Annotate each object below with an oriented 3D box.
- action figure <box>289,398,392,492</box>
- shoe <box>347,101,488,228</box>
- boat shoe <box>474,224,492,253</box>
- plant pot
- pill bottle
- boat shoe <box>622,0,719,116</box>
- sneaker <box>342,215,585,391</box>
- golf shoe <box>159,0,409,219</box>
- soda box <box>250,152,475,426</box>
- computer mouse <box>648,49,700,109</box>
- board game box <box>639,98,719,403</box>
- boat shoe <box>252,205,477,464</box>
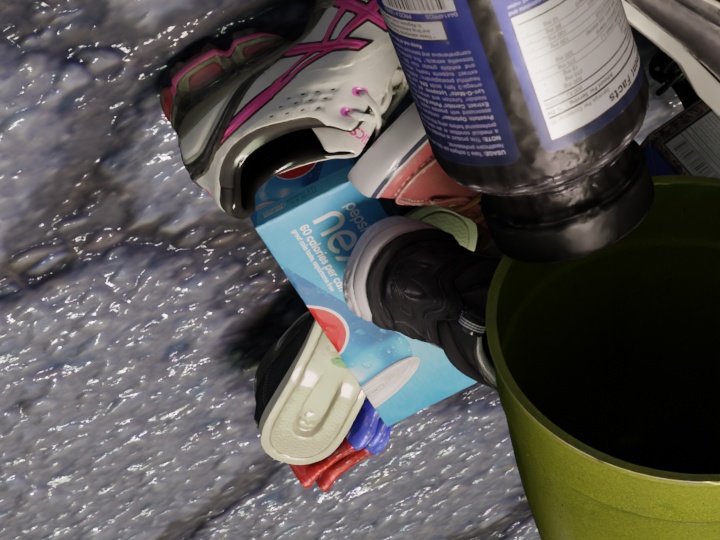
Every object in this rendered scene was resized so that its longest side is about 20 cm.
[{"bbox_3d":[0.038,0.069,1.767,0.200,0.052,0.065,-35,158,10],"label":"action figure"},{"bbox_3d":[0.070,-0.054,1.431,0.071,0.091,0.200,-46,172,26],"label":"shoe"},{"bbox_3d":[0.085,0.002,1.653,0.063,0.074,0.200,11,136,-46],"label":"boat shoe"},{"bbox_3d":[0.160,0.090,1.376,0.200,0.201,0.193,-17,138,-15],"label":"plant pot"},{"bbox_3d":[0.074,-0.108,1.295,0.111,0.112,0.201,-23,120,-3],"label":"pill bottle"},{"bbox_3d":[0.157,-0.141,1.362,0.060,0.200,0.074,-47,-172,10],"label":"boat shoe"},{"bbox_3d":[0.087,0.030,1.480,0.200,0.114,0.076,13,104,-49],"label":"sneaker"},{"bbox_3d":[-0.001,-0.099,1.372,0.199,0.092,0.073,-31,151,10],"label":"golf shoe"},{"bbox_3d":[0.000,0.000,1.528,0.068,0.064,0.200,-27,136,5],"label":"soda box"},{"bbox_3d":[0.216,-0.148,1.498,0.140,0.046,0.200,-42,168,8],"label":"computer mouse"},{"bbox_3d":[0.244,-0.029,1.499,0.200,0.160,0.097,-33,168,-40],"label":"board game box"},{"bbox_3d":[-0.003,0.025,1.646,0.072,0.068,0.200,26,116,-24],"label":"boat shoe"}]
